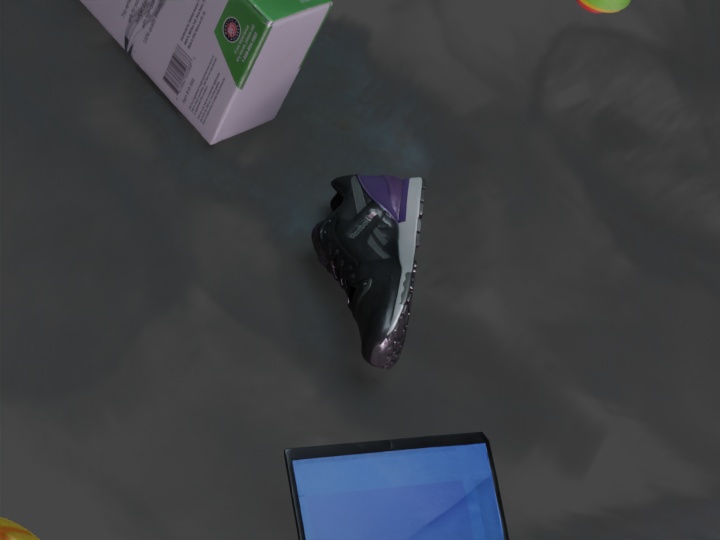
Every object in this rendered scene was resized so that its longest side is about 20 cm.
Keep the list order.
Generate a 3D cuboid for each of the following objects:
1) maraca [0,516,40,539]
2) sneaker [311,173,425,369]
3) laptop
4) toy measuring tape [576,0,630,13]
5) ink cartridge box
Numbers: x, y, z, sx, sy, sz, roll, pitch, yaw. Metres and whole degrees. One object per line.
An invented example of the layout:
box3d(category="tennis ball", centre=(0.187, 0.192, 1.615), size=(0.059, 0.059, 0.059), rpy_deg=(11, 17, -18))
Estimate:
box3d(category="maraca", centre=(-0.244, 0.234, 1.227), size=(0.136, 0.107, 0.201), rpy_deg=(11, 46, -8))
box3d(category="sneaker", centre=(0.000, 0.000, 1.609), size=(0.087, 0.076, 0.201), rpy_deg=(9, 42, -1))
box3d(category="laptop", centre=(0.060, 0.204, 1.410), size=(0.176, 0.104, 0.200), rpy_deg=(-3, 20, -29))
box3d(category="toy measuring tape", centre=(0.277, -0.290, 2.007), size=(0.199, 0.074, 0.074), rpy_deg=(2, 50, -26))
box3d(category="ink cartridge box", centre=(-0.137, -0.231, 1.678), size=(0.083, 0.147, 0.200), rpy_deg=(-26, 67, -43))
